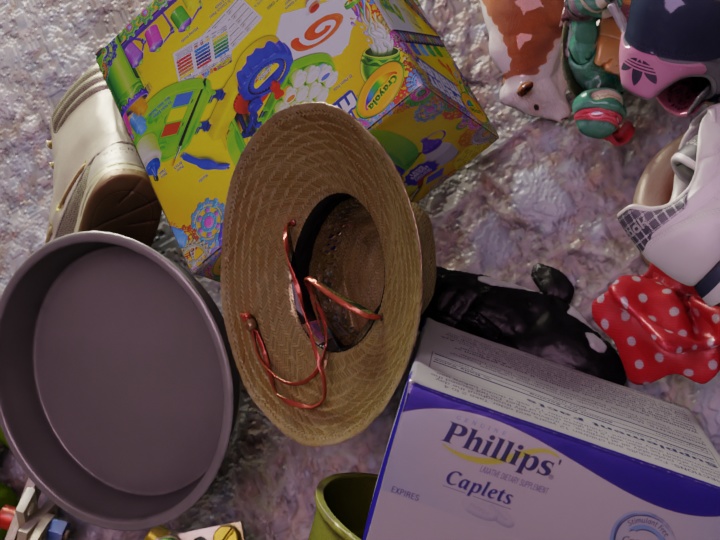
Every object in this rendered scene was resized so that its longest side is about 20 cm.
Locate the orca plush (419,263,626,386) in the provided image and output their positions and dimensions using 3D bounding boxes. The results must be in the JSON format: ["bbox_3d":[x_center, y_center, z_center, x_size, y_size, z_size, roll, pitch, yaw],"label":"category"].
[{"bbox_3d":[0.085,0.024,0.867,0.105,0.071,0.200,-45,68,3],"label":"orca plush"}]

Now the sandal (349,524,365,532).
[{"bbox_3d":[-0.059,0.247,0.860,0.200,0.075,0.045,-44,55,1],"label":"sandal"}]

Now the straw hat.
[{"bbox_3d":[0.000,0.000,0.776,0.200,0.084,0.204,8,100,49],"label":"straw hat"}]

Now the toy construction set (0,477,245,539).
[{"bbox_3d":[-0.180,0.216,0.898,0.198,0.092,0.133,12,82,20],"label":"toy construction set"}]

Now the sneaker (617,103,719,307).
[{"bbox_3d":[0.233,-0.077,0.731,0.080,0.076,0.200,39,80,11],"label":"sneaker"}]

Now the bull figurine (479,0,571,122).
[{"bbox_3d":[0.125,-0.208,0.911,0.120,0.065,0.202,-23,79,1],"label":"bull figurine"}]

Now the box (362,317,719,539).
[{"bbox_3d":[0.103,0.119,0.741,0.182,0.200,0.106,18,98,3],"label":"box"}]

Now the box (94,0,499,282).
[{"bbox_3d":[-0.047,-0.120,0.891,0.199,0.122,0.194,-36,64,19],"label":"box"}]

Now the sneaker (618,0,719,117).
[{"bbox_3d":[0.205,-0.129,0.755,0.070,0.199,0.083,34,107,35],"label":"sneaker"}]

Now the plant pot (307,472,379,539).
[{"bbox_3d":[0.035,0.254,0.782,0.199,0.200,0.195,23,97,21],"label":"plant pot"}]

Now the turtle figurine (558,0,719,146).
[{"bbox_3d":[0.172,-0.158,0.820,0.100,0.149,0.203,0,77,46],"label":"turtle figurine"}]

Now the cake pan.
[{"bbox_3d":[-0.163,0.072,0.870,0.198,0.037,0.203,4,100,26],"label":"cake pan"}]

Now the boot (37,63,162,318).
[{"bbox_3d":[-0.208,-0.039,0.972,0.201,0.071,0.156,-60,34,34],"label":"boot"}]

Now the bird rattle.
[{"bbox_3d":[0.239,-0.019,0.831,0.198,0.113,0.165,-24,54,18],"label":"bird rattle"}]

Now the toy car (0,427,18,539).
[{"bbox_3d":[-0.340,0.100,0.918,0.163,0.200,0.159,27,88,22],"label":"toy car"}]
